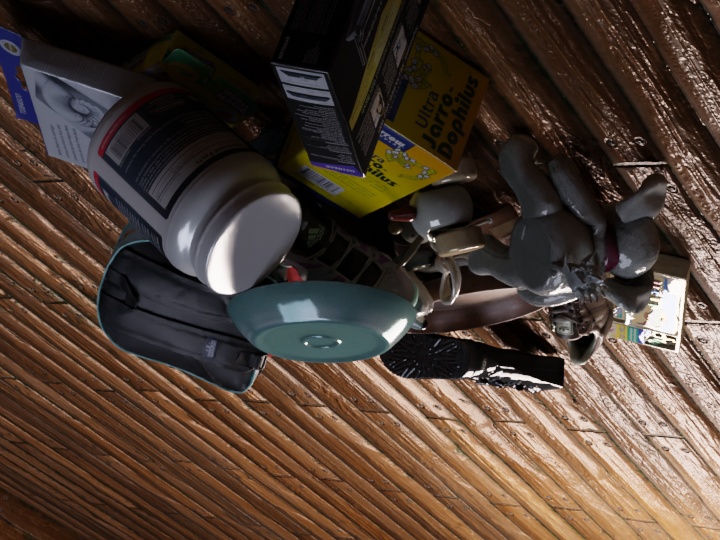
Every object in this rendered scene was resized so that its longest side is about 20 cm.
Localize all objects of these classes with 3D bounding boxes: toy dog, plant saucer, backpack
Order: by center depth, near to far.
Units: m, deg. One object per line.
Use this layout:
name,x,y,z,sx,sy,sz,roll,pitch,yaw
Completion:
toy dog,0.059,-0.050,1.622,0.095,0.133,0.200,-6,155,-14
plant saucer,-0.040,0.060,1.632,0.198,0.036,0.200,1,160,0
backpack,-0.192,0.020,1.767,0.198,0.154,0.177,13,123,-10
plant saucer,0.129,0.034,1.842,0.198,0.035,0.200,-9,165,-2

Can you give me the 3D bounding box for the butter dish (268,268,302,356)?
butter dish,-0.123,-0.007,1.913,0.199,0.148,0.201,-12,115,21

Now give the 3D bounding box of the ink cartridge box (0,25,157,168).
ink cartridge box,-0.309,-0.173,1.715,0.199,0.041,0.200,19,155,8

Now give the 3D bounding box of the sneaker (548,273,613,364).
sneaker,0.238,0.035,1.726,0.070,0.076,0.200,8,154,28

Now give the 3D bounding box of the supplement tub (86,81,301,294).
supplement tub,-0.168,-0.084,1.579,0.200,0.140,0.141,42,168,28

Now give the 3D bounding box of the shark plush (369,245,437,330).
shark plush,0.000,0.000,1.744,0.199,0.083,0.091,31,118,23

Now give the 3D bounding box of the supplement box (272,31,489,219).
supplement box,0.017,-0.142,1.540,0.109,0.110,0.200,30,155,-21

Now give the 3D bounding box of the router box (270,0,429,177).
router box,-0.003,-0.204,1.307,0.052,0.201,0.158,12,155,18

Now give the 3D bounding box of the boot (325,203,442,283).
boot,0.000,-0.010,1.884,0.199,0.073,0.155,23,153,-18

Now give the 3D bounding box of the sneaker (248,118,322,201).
sneaker,-0.074,-0.123,1.693,0.198,0.091,0.078,-3,170,2

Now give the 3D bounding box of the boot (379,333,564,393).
boot,0.144,0.115,2.011,0.164,0.066,0.199,14,-175,44

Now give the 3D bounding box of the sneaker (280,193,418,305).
sneaker,-0.035,-0.021,1.638,0.199,0.078,0.140,27,168,16

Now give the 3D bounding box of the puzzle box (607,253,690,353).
puzzle box,0.304,0.029,1.788,0.132,0.026,0.200,14,156,16

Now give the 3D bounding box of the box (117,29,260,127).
box,-0.195,-0.191,1.686,0.117,0.049,0.199,33,156,-26

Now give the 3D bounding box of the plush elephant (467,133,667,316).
plush elephant,0.230,-0.035,1.579,0.154,0.166,0.200,-7,-148,-31

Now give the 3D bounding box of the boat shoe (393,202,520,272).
boat shoe,0.111,-0.045,1.745,0.199,0.076,0.072,-4,114,46
